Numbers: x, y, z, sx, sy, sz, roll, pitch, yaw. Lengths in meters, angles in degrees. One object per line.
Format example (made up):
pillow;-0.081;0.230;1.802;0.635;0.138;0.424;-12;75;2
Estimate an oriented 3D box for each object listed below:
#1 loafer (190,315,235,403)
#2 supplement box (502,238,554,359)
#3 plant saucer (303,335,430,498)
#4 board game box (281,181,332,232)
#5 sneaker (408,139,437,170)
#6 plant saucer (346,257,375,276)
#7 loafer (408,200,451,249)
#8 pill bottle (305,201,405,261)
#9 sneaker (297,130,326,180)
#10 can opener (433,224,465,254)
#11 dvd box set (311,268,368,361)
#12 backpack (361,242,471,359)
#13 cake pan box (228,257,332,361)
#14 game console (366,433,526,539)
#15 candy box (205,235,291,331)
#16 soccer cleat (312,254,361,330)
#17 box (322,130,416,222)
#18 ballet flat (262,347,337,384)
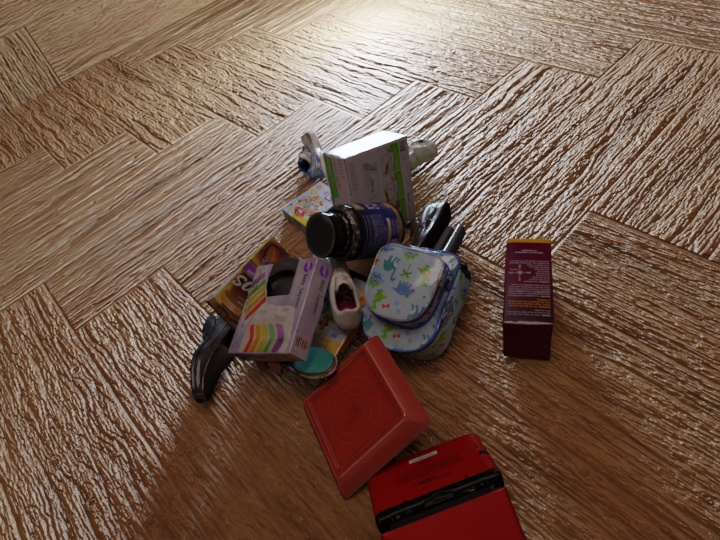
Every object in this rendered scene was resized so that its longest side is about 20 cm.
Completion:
loafer;-0.293;0.174;1.039;0.071;0.073;0.202;-4;49;6
supplement box;0.312;0.050;0.954;0.084;0.111;0.202;1;49;17
plant saucer;-0.007;0.238;0.867;0.200;0.037;0.201;-44;46;10
board game box;-0.089;-0.140;1.286;0.134;0.034;0.199;-39;51;-20
sneaker;0.111;-0.265;1.319;0.197;0.076;0.116;-15;47;9
plant saucer;0.000;0.000;1.136;0.197;0.037;0.202;-7;47;8
loafer;0.143;-0.079;1.153;0.070;0.074;0.201;6;45;33
pill bottle;-0.009;-0.078;1.017;0.111;0.113;0.199;31;27;35
sneaker;-0.145;-0.324;1.441;0.084;0.077;0.201;-26;47;-3
can opener;0.179;-0.023;1.099;0.052;0.067;0.201;-6;39;37
dvd box set;-0.066;0.086;1.045;0.145;0.029;0.201;24;72;27
backpack;0.092;0.055;0.959;0.181;0.147;0.203;14;83;33
cake pan box;-0.152;0.074;0.977;0.182;0.052;0.202;-4;60;39
game console;0.126;0.371;0.781;0.198;0.120;0.172;-19;16;-3
candy box;-0.218;0.036;1.094;0.056;0.117;0.201;-21;26;53
soccer cleat;-0.042;0.019;0.998;0.069;0.087;0.202;-14;59;-16
box;0.025;-0.188;1.155;0.175;0.202;0.096;-27;33;-26
ballet flat;-0.111;0.181;0.969;0.198;0.072;0.069;3;39;38
